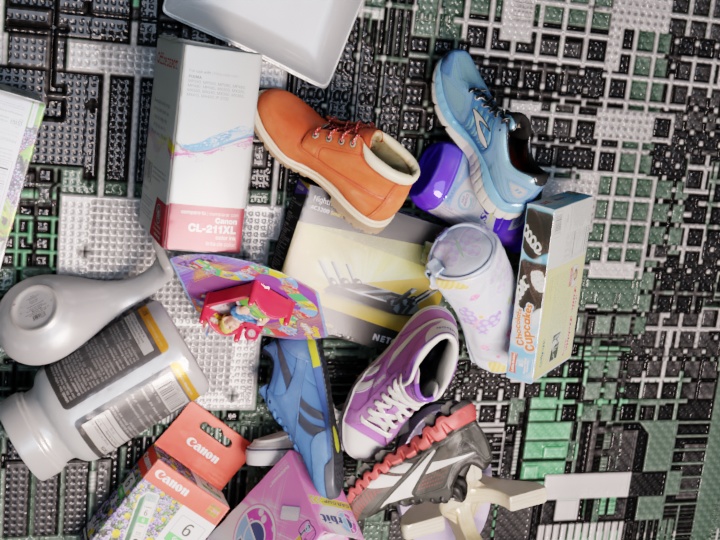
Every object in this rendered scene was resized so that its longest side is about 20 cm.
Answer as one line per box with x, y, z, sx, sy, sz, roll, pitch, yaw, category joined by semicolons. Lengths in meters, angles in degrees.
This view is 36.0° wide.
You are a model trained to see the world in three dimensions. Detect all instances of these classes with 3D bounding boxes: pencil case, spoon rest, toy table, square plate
0.142;0.036;1.272;0.091;0.083;0.200;-44;137;-11;pencil case
-0.286;0.031;1.156;0.199;0.061;0.100;-23;67;-1;spoon rest
0.120;0.274;1.341;0.183;0.117;0.201;-22;108;-13;toy table
-0.084;-0.324;1.171;0.197;0.028;0.201;22;95;-22;square plate

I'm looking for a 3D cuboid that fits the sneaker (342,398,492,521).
0.063;0.232;1.233;0.200;0.071;0.098;-38;78;13;sneaker

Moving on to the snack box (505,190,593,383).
0.215;0.017;1.256;0.116;0.037;0.201;-18;118;-55;snack box

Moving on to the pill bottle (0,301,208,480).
-0.271;0.128;1.171;0.199;0.116;0.117;-31;111;-9;pill bottle

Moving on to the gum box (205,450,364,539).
-0.098;0.312;1.239;0.066;0.114;0.200;22;118;-42;gum box

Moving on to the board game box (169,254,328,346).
-0.118;0.047;1.159;0.157;0.200;0.039;12;67;8;board game box

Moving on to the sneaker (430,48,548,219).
0.152;-0.162;1.226;0.078;0.090;0.201;-17;77;-42;sneaker

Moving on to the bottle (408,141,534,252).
0.153;-0.073;1.291;0.199;0.065;0.084;29;76;-23;bottle

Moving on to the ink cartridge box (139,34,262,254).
-0.165;-0.131;1.126;0.082;0.146;0.201;4;102;-21;ink cartridge box

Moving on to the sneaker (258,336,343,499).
-0.067;0.163;1.229;0.078;0.201;0.066;-13;150;1;sneaker

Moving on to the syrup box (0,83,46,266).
-0.379;-0.085;1.101;0.081;0.079;0.201;14;98;-22;syrup box

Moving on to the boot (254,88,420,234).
-0.025;-0.138;1.174;0.200;0.107;0.075;39;52;-3;boot

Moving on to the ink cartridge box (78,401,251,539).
-0.213;0.260;1.257;0.109;0.050;0.200;40;89;-23;ink cartridge box

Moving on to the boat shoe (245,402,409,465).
-0.040;0.178;1.288;0.199;0.072;0.066;-12;92;-11;boat shoe

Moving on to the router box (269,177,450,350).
0.000;0.000;1.266;0.199;0.052;0.158;16;97;-22;router box

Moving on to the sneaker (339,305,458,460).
0.039;0.136;1.202;0.072;0.114;0.201;27;104;-12;sneaker
